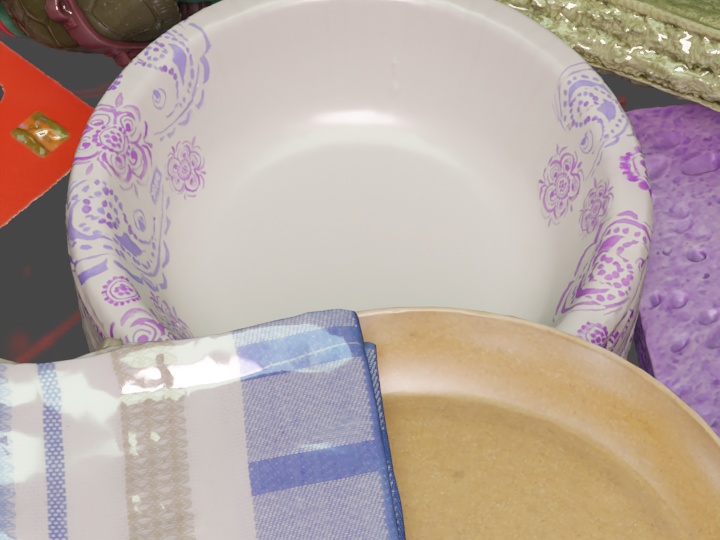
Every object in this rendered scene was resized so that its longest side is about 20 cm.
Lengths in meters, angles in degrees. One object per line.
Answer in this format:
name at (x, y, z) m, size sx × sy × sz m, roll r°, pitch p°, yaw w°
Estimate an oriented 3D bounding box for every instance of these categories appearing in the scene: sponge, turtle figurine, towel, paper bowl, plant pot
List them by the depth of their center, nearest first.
towel at (-0.086, 0.080, 0.623) m, size 0.200 × 0.024 × 0.147 m, roll -7°, pitch 52°, yaw -2°
plant pot at (0.014, 0.096, 0.634) m, size 0.200 × 0.028 × 0.200 m, roll -1°, pitch 51°, yaw 2°
paper bowl at (0.000, 0.000, 0.837) m, size 0.200 × 0.104 × 0.201 m, roll -1°, pitch 55°, yaw 1°
sponge at (0.156, 0.021, 0.865) m, size 0.111 × 0.030 × 0.200 m, roll -6°, pitch 55°, yaw -4°
towel at (0.138, -0.095, 0.903) m, size 0.200 × 0.037 × 0.148 m, roll 18°, pitch 25°, yaw 18°
turtle figurine at (-0.091, -0.130, 0.926) m, size 0.200 × 0.150 × 0.101 m, roll -4°, pitch 72°, yaw 43°

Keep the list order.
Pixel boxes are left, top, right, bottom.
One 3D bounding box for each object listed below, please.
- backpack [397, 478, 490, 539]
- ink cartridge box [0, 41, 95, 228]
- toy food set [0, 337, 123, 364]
backpack at (-0.004, 0.148, 0.703) m, size 0.176 × 0.153 × 0.200 m, roll -17°, pitch 60°, yaw -3°
ink cartridge box at (-0.221, -0.047, 0.908) m, size 0.162 × 0.057 × 0.200 m, roll 36°, pitch 67°, yaw 23°
toy food set at (-0.187, 0.054, 0.693) m, size 0.200 × 0.060 × 0.144 m, roll 16°, pitch 56°, yaw 2°
